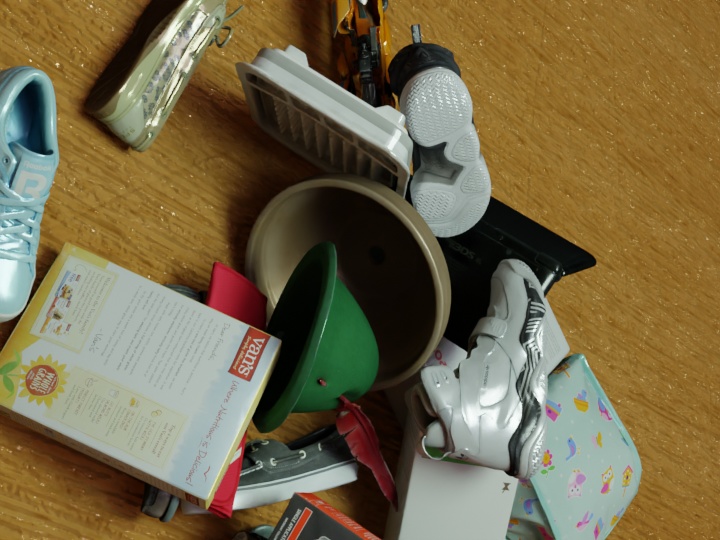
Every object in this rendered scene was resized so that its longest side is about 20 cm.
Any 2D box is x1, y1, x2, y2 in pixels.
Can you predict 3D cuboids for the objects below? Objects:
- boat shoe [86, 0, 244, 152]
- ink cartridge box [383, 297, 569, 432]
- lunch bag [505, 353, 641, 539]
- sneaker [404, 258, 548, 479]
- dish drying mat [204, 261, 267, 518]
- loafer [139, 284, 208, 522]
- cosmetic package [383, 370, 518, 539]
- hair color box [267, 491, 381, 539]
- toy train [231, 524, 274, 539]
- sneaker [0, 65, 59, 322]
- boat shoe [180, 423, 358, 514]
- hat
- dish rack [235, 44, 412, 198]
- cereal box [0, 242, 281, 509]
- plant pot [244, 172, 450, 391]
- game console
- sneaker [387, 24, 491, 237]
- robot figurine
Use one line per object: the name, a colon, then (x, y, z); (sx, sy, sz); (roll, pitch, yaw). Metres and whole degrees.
boat shoe: (-0.164, -0.198, 1.027); (0.063, 0.073, 0.201); (46, 68, -33)
ink cartridge box: (0.113, 0.080, 1.216); (0.199, 0.085, 0.149); (-38, 109, -36)
lunch bag: (0.210, 0.220, 1.259); (0.170, 0.121, 0.202); (-41, 108, -37)
sneaker: (0.101, 0.078, 1.020); (0.113, 0.075, 0.203); (6, 65, -10)
dish drying mat: (-0.115, 0.099, 0.980); (0.077, 0.018, 0.203); (38, 51, -46)
loafer: (-0.170, 0.109, 0.989); (0.062, 0.072, 0.203); (16, 66, -19)
cosmetic package: (0.088, 0.208, 1.107); (0.106, 0.085, 0.203); (7, 105, -5)
hair color box: (0.008, 0.275, 0.935); (0.102, 0.198, 0.061); (-59, 166, -4)
toy train: (-0.052, 0.312, 1.049); (0.199, 0.085, 0.115); (37, 72, -31)
sneaker: (-0.273, -0.063, 0.901); (0.073, 0.081, 0.204); (3, 82, -39)
boat shoe: (-0.083, 0.179, 1.050); (0.198, 0.068, 0.058); (-3, 81, -47)
hat: (0.011, 0.088, 1.009); (0.174, 0.200, 0.168); (21, 64, -16)
dish rack: (-0.023, -0.127, 1.025); (0.170, 0.200, 0.044); (31, 81, 5)
cereal box: (-0.179, 0.082, 0.923); (0.198, 0.040, 0.145); (25, 64, 3)
plant pot: (0.000, 0.000, 1.069); (0.093, 0.199, 0.203); (-40, 111, -55)
game console: (0.111, -0.009, 1.180); (0.177, 0.199, 0.117); (-54, 155, -10)
sneaker: (0.072, -0.131, 1.081); (0.202, 0.074, 0.115); (77, 2, -48)
robot figurine: (0.002, -0.211, 1.137); (0.145, 0.057, 0.203); (57, 28, -73)
